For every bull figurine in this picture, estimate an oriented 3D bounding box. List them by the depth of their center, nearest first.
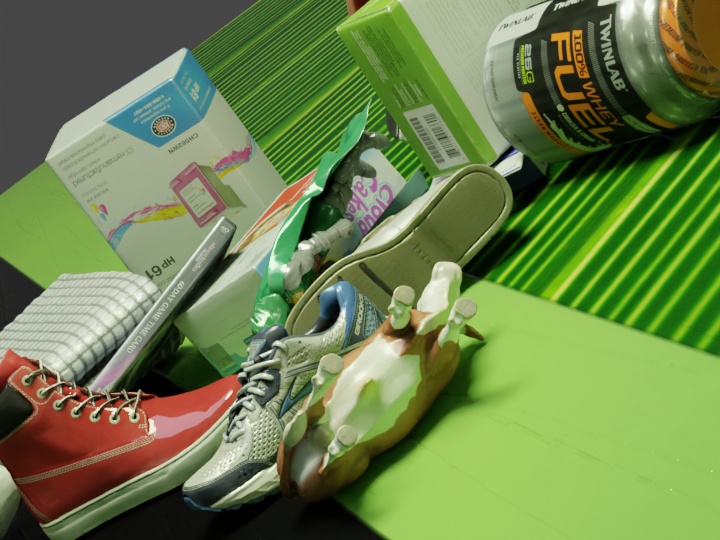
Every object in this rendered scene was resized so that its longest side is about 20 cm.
[{"bbox_3d":[0.018,0.065,1.378,0.200,0.065,0.121,-51,-12,-23],"label":"bull figurine"}]

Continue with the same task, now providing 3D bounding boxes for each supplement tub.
[{"bbox_3d":[0.194,-0.155,1.578,0.200,0.123,0.123,-16,25,51],"label":"supplement tub"}]

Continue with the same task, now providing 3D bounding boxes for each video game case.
[{"bbox_3d":[-0.172,0.057,1.743,0.200,0.019,0.143,-53,-2,-21],"label":"video game case"}]

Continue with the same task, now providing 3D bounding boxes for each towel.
[{"bbox_3d":[-0.258,0.084,1.885,0.166,0.086,0.200,-45,20,-25],"label":"towel"}]

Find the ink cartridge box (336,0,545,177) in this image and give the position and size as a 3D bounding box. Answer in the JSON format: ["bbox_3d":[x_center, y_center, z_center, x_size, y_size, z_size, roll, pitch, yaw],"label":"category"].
[{"bbox_3d":[0.102,-0.191,1.703,0.200,0.148,0.076,-43,17,-31],"label":"ink cartridge box"}]

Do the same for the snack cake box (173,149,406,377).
[{"bbox_3d":[-0.052,-0.012,1.744,0.115,0.067,0.200,-32,14,44],"label":"snack cake box"}]

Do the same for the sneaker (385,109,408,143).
[{"bbox_3d":[0.117,-0.168,1.830,0.200,0.087,0.075,-34,55,31],"label":"sneaker"}]

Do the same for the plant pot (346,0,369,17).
[{"bbox_3d":[0.123,-0.267,1.946,0.200,0.201,0.195,-17,16,47],"label":"plant pot"}]

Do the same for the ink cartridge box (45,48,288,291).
[{"bbox_3d":[-0.159,-0.071,1.914,0.144,0.200,0.085,-31,20,17],"label":"ink cartridge box"}]

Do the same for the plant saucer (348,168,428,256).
[{"bbox_3d":[0.000,0.000,1.665,0.200,0.019,0.070,-53,-10,-44],"label":"plant saucer"}]

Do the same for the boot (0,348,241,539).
[{"bbox_3d":[-0.187,0.099,1.584,0.200,0.144,0.072,-30,15,14],"label":"boot"}]

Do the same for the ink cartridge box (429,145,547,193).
[{"bbox_3d":[0.105,-0.088,1.721,0.095,0.037,0.200,-28,15,21],"label":"ink cartridge box"}]

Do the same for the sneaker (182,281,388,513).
[{"bbox_3d":[-0.058,0.083,1.474,0.200,0.085,0.077,-44,18,-25],"label":"sneaker"}]

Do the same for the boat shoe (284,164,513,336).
[{"bbox_3d":[0.028,0.003,1.574,0.200,0.075,0.068,-38,0,-8],"label":"boat shoe"}]

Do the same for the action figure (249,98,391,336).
[{"bbox_3d":[-0.036,-0.023,1.612,0.200,0.055,0.118,-63,-3,-34],"label":"action figure"}]

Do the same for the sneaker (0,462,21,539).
[{"bbox_3d":[-0.330,0.232,1.639,0.201,0.067,0.108,-41,18,-8],"label":"sneaker"}]
